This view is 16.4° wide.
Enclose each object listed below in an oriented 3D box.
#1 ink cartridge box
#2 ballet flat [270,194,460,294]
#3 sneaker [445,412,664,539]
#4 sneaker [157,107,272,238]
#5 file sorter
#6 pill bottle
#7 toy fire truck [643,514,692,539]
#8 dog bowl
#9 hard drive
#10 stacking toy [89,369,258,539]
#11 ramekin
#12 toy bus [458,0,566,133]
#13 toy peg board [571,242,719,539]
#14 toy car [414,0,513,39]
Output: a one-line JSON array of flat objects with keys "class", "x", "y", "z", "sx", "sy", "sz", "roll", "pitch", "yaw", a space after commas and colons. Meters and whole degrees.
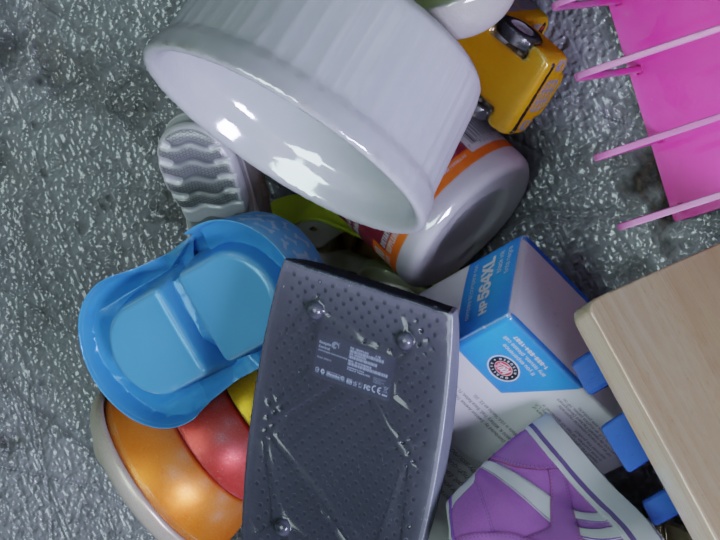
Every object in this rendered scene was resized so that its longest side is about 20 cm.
[{"class": "ink cartridge box", "x": 0.070, "y": 0.088, "z": 1.632, "sx": 0.199, "sy": 0.085, "sz": 0.146, "roll": -29, "pitch": 121, "yaw": 32}, {"class": "ballet flat", "x": 0.000, "y": 0.000, "z": 1.708, "sx": 0.199, "sy": 0.067, "sz": 0.067, "roll": 25, "pitch": 112, "yaw": 26}, {"class": "sneaker", "x": 0.123, "y": 0.182, "z": 1.497, "sx": 0.114, "sy": 0.073, "sz": 0.201, "roll": -35, "pitch": 40, "yaw": -7}, {"class": "sneaker", "x": -0.083, "y": -0.045, "z": 1.706, "sx": 0.074, "sy": 0.082, "sz": 0.201, "roll": 6, "pitch": 137, "yaw": 13}, {"class": "file sorter", "x": 0.202, "y": -0.137, "z": 1.523, "sx": 0.138, "sy": 0.125, "sz": 0.201, "roll": -18, "pitch": 89, "yaw": 32}, {"class": "pill bottle", "x": 0.007, "y": -0.095, "z": 1.659, "sx": 0.200, "sy": 0.114, "sz": 0.114, "roll": 45, "pitch": 118, "yaw": 18}, {"class": "toy fire truck", "x": 0.187, "y": 0.211, "z": 1.638, "sx": 0.200, "sy": 0.049, "sz": 0.142, "roll": 38, "pitch": 115, "yaw": 22}, {"class": "dog bowl", "x": -0.101, "y": 0.029, "z": 1.664, "sx": 0.199, "sy": 0.050, "sz": 0.112, "roll": -28, "pitch": 94, "yaw": 38}, {"class": "hard drive", "x": -0.003, "y": 0.100, "z": 1.568, "sx": 0.134, "sy": 0.042, "sz": 0.201, "roll": 18, "pitch": 110, "yaw": 25}, {"class": "stacking toy", "x": -0.078, "y": 0.097, "z": 1.762, "sx": 0.200, "sy": 0.146, "sz": 0.147, "roll": -36, "pitch": 78, "yaw": 12}, {"class": "ramekin", "x": -0.024, "y": -0.117, "z": 1.513, "sx": 0.200, "sy": 0.201, "sz": 0.098, "roll": 26, "pitch": 76, "yaw": 26}, {"class": "toy bus", "x": 0.052, "y": -0.174, "z": 1.638, "sx": 0.200, "sy": 0.078, "sz": 0.065, "roll": 41, "pitch": 116, "yaw": 20}, {"class": "toy peg board", "x": 0.219, "y": 0.098, "z": 1.523, "sx": 0.098, "sy": 0.199, "sz": 0.201, "roll": -37, "pitch": 78, "yaw": 47}, {"class": "toy car", "x": 0.034, "y": -0.247, "z": 1.521, "sx": 0.199, "sy": 0.150, "sz": 0.176, "roll": 16, "pitch": 140, "yaw": 52}]
